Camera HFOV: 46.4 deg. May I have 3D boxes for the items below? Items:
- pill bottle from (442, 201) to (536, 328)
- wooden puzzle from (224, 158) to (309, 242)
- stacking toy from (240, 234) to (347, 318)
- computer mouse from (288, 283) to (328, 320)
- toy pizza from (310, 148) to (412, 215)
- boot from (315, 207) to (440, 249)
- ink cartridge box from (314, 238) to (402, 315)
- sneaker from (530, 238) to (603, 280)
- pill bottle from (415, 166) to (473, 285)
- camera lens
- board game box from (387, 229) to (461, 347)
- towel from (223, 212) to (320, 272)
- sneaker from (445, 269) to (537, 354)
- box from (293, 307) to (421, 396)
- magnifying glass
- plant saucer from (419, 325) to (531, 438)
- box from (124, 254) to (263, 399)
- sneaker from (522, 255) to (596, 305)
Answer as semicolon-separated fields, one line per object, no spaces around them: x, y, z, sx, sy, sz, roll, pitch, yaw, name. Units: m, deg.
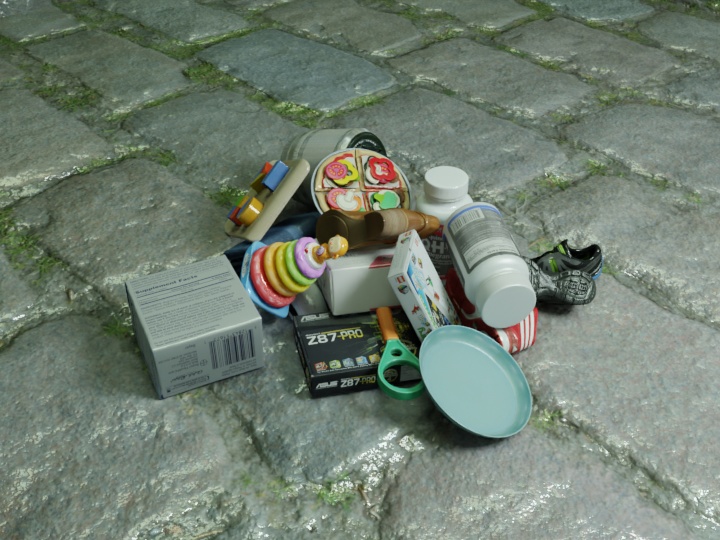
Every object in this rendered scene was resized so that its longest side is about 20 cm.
0.215;-0.010;1.404;0.111;0.115;0.202;-7;45;-11;pill bottle
-0.194;-0.147;1.634;0.187;0.046;0.199;-55;24;-8;wooden puzzle
-0.098;-0.012;1.400;0.197;0.109;0.118;-22;48;36;stacking toy
-0.113;0.032;1.524;0.108;0.045;0.200;-16;38;-23;computer mouse
0.005;-0.152;1.566;0.195;0.032;0.204;7;59;-11;toy pizza
0.029;-0.071;1.476;0.153;0.076;0.197;-3;3;-45;boot
0.000;0.000;1.496;0.143;0.085;0.200;-7;19;-10;ink cartridge box
0.359;-0.019;1.571;0.194;0.084;0.071;-5;35;-7;sneaker
0.154;-0.084;1.556;0.108;0.204;0.112;0;34;0;pill bottle
-0.051;-0.209;1.730;0.197;0.163;0.159;7;31;42;camera lens
0.108;0.051;1.372;0.034;0.202;0.127;-17;27;23;board game box
-0.159;-0.055;1.613;0.110;0.050;0.199;-5;20;47;towel
0.234;0.072;1.465;0.113;0.079;0.202;-7;46;-26;sneaker
-0.003;0.128;1.386;0.195;0.050;0.162;-6;33;-12;box
0.055;0.128;1.330;0.078;0.023;0.202;-3;36;-10;magnifying glass
0.173;0.173;1.289;0.196;0.028;0.203;17;43;-16;plant saucer
-0.275;0.088;1.388;0.180;0.107;0.201;-15;39;-20;box
0.315;0.028;1.501;0.195;0.091;0.078;16;78;-1;sneaker
